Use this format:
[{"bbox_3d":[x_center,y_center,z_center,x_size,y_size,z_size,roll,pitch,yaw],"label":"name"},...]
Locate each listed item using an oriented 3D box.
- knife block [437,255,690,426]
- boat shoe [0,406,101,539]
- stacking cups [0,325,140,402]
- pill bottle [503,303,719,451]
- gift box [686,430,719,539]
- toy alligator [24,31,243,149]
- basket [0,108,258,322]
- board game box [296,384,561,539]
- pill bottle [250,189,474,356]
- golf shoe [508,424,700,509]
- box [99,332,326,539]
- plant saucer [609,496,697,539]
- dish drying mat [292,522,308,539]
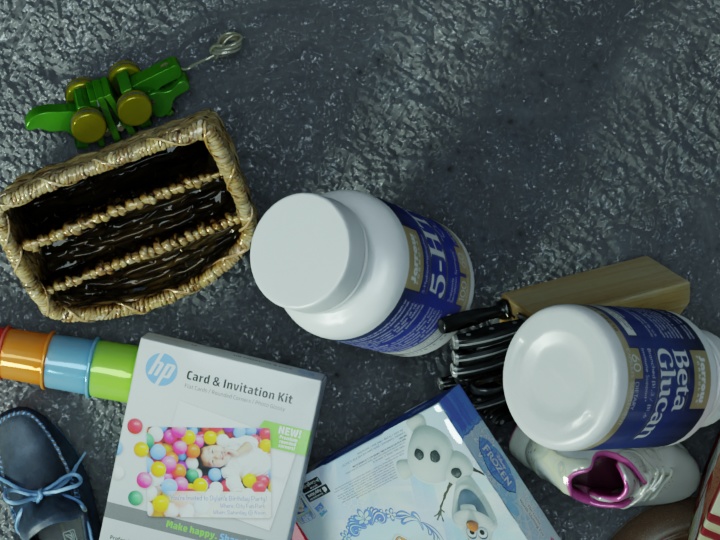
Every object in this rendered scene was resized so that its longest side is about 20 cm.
[{"bbox_3d":[0.157,0.043,1.526,0.200,0.064,0.175,-52,129,0],"label":"knife block"},{"bbox_3d":[-0.253,0.207,1.563,0.084,0.069,0.201,-29,90,-1],"label":"boat shoe"},{"bbox_3d":[-0.245,0.077,1.569,0.198,0.061,0.061,10,89,0],"label":"stacking cups"},{"bbox_3d":[0.213,0.085,1.460,0.111,0.199,0.112,-3,86,41],"label":"pill bottle"},{"bbox_3d":[0.374,0.192,1.499,0.185,0.201,0.185,18,45,8],"label":"gift box"},{"bbox_3d":[-0.186,-0.145,1.578,0.199,0.059,0.054,-21,132,-2],"label":"toy alligator"},{"bbox_3d":[-0.186,-0.034,1.519,0.199,0.149,0.144,-20,100,0],"label":"basket"},{"bbox_3d":[0.058,0.220,1.520,0.199,0.043,0.200,-31,93,37],"label":"board game box"},{"bbox_3d":[0.000,0.000,1.489,0.119,0.200,0.121,-5,80,28],"label":"pill bottle"},{"bbox_3d":[0.214,0.170,1.525,0.199,0.092,0.076,16,111,-34],"label":"golf shoe"},{"bbox_3d":[-0.124,0.167,1.523,0.155,0.041,0.202,13,95,3],"label":"box"},{"bbox_3d":[0.292,0.296,1.585,0.198,0.034,0.202,0,89,0],"label":"plant saucer"},{"bbox_3d":[-0.065,0.257,1.590,0.076,0.018,0.201,-20,89,-2],"label":"dish drying mat"}]
